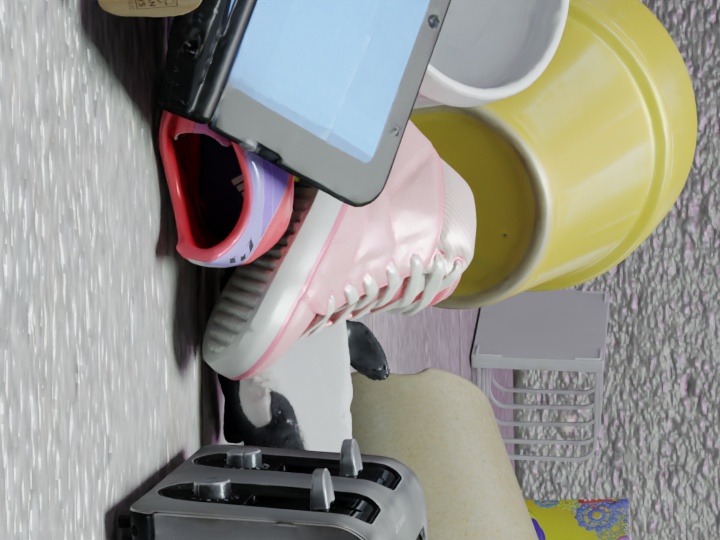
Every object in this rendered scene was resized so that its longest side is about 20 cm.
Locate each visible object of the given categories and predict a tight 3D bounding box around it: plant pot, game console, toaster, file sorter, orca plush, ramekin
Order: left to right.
[{"bbox_3d":[-0.034,0.182,1.190,0.181,0.118,0.200,-30,118,-80],"label":"toaster"},{"bbox_3d":[-0.036,0.074,1.351,0.105,0.071,0.200,-15,72,-45],"label":"orca plush"},{"bbox_3d":[-0.005,-0.151,1.181,0.176,0.116,0.200,124,-15,-78],"label":"game console"},{"bbox_3d":[0.015,-0.179,1.427,0.200,0.105,0.201,18,66,-46],"label":"ramekin"},{"bbox_3d":[0.022,0.162,1.439,0.201,0.200,0.184,77,2,-56],"label":"plant pot"},{"bbox_3d":[0.081,-0.069,1.569,0.189,0.200,0.201,-41,130,-61],"label":"plant pot"},{"bbox_3d":[0.196,0.112,2.843,0.200,0.138,0.125,-72,162,-68],"label":"file sorter"}]

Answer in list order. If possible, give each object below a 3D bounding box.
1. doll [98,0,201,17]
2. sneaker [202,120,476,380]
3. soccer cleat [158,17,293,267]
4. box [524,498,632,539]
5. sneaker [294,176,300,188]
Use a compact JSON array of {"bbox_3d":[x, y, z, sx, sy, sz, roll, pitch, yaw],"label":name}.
[{"bbox_3d":[-0.094,-0.204,1.090,0.137,0.048,0.200,70,15,-62],"label":"doll"},{"bbox_3d":[0.000,0.000,1.324,0.105,0.075,0.200,41,45,-14],"label":"sneaker"},{"bbox_3d":[-0.066,-0.100,1.233,0.076,0.067,0.200,-34,123,-68],"label":"soccer cleat"},{"bbox_3d":[0.082,0.258,1.726,0.122,0.200,0.193,-84,170,-46],"label":"box"},{"bbox_3d":[-0.055,-0.132,1.321,0.076,0.075,0.200,-89,-173,-81],"label":"sneaker"}]
